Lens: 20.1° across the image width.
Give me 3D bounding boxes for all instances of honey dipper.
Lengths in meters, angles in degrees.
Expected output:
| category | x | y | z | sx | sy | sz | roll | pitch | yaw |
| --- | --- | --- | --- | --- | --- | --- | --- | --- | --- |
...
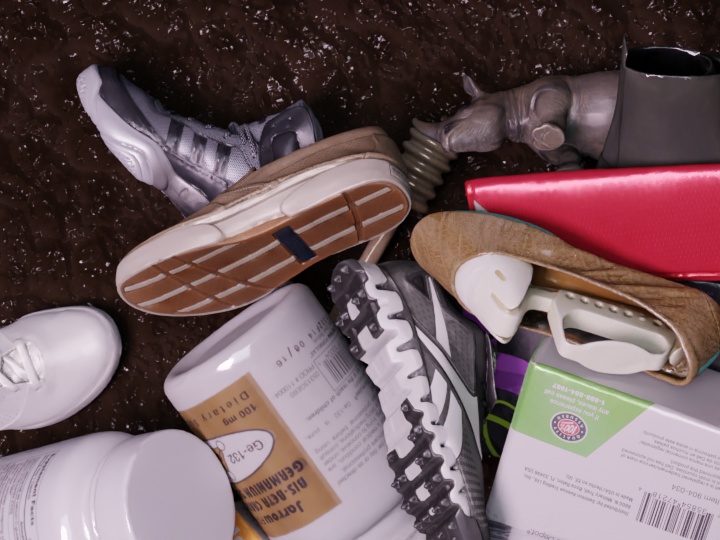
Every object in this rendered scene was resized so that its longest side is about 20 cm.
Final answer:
| category | x | y | z | sx | sy | sz | roll | pitch | yaw |
| --- | --- | --- | --- | --- | --- | --- | --- | --- | --- |
| honey dipper | 0.000 | 0.000 | 1.353 | 0.038 | 0.038 | 0.201 | 31 | 95 | 9 |

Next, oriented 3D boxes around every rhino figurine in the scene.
| category | x | y | z | sx | sy | sz | roll | pitch | yaw |
| --- | --- | --- | --- | --- | --- | --- | --- | --- | --- |
| rhino figurine | 0.132 | -0.095 | 1.316 | 0.198 | 0.088 | 0.060 | 0 | 125 | 10 |

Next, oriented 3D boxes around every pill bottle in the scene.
| category | x | y | z | sx | sy | sz | roll | pitch | yaw |
| --- | --- | --- | --- | --- | --- | --- | --- | --- | --- |
| pill bottle | -0.025 | 0.119 | 1.296 | 0.114 | 0.114 | 0.201 | -35 | 98 | 5 |
| pill bottle | -0.181 | 0.165 | 1.291 | 0.199 | 0.113 | 0.114 | -16 | 83 | 38 |

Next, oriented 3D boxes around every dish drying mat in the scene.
| category | x | y | z | sx | sy | sz | roll | pitch | yaw |
| --- | --- | --- | --- | --- | --- | --- | --- | --- | --- |
| dish drying mat | 0.164 | -0.026 | 1.225 | 0.198 | 0.018 | 0.077 | -1 | 116 | 21 |

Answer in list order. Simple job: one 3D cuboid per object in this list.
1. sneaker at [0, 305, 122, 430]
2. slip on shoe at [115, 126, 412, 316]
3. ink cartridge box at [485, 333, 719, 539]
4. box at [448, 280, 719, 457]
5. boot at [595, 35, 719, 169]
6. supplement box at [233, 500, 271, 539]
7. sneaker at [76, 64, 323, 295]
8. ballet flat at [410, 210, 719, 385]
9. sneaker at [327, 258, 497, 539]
| category | x | y | z | sx | sy | sz | roll | pitch | yaw |
| --- | --- | --- | --- | --- | --- | --- | --- | --- | --- |
| sneaker | -0.258 | 0.077 | 1.361 | 0.199 | 0.088 | 0.076 | -19 | 83 | 7 |
| slip on shoe | -0.064 | -0.033 | 1.289 | 0.199 | 0.076 | 0.061 | -25 | 50 | 15 |
| ink cartridge box | 0.154 | 0.152 | 1.259 | 0.144 | 0.084 | 0.201 | 19 | 114 | 10 |
| box | 0.151 | 0.059 | 1.294 | 0.198 | 0.036 | 0.144 | 9 | 108 | 13 |
| boot | 0.240 | -0.063 | 1.223 | 0.198 | 0.078 | 0.139 | 5 | 124 | 2 |
| supplement box | -0.108 | 0.262 | 1.333 | 0.200 | 0.074 | 0.126 | -44 | 82 | 4 |
| sneaker | -0.090 | -0.086 | 1.353 | 0.114 | 0.075 | 0.200 | -44 | 87 | 3 |
| ballet flat | 0.118 | 0.022 | 1.213 | 0.199 | 0.073 | 0.068 | 21 | 131 | 5 |
| sneaker | 0.054 | 0.078 | 1.246 | 0.090 | 0.067 | 0.201 | -11 | 70 | -27 |
